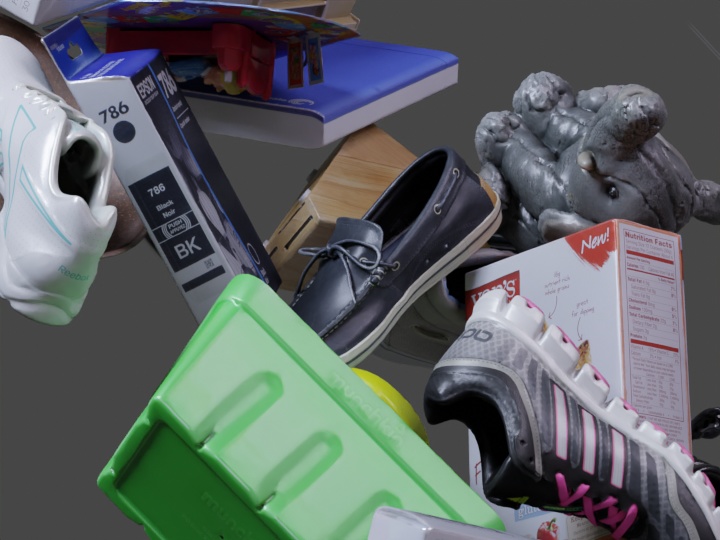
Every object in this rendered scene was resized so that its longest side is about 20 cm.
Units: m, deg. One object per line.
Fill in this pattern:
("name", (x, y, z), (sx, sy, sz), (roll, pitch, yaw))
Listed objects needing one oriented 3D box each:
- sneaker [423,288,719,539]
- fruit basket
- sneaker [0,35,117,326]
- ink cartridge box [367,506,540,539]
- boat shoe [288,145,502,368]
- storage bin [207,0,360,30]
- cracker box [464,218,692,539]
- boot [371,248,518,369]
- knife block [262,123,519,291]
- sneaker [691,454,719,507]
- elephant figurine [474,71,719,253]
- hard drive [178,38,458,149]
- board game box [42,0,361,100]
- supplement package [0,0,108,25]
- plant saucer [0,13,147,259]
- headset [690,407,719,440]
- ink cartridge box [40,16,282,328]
("sneaker", (0.109, 0.106, 1.457), (0.087, 0.074, 0.200), (-40, 80, -24))
("fruit basket", (-0.015, 0.103, 1.483), (0.215, 0.156, 0.216), (15, 50, -19))
("sneaker", (-0.169, -0.065, 1.509), (0.070, 0.080, 0.201), (16, 38, -35))
("ink cartridge box", (0.056, 0.231, 1.384), (0.162, 0.201, 0.057), (16, 1, -36))
("boat shoe", (0.000, 0.000, 1.620), (0.075, 0.200, 0.062), (16, -38, 54))
("storage bin", (-0.109, -0.245, 1.850), (0.200, 0.094, 0.198), (40, 28, 22))
("cracker box", (0.123, 0.084, 1.582), (0.058, 0.134, 0.201), (13, 68, -36))
("boot", (0.098, 0.032, 1.727), (0.200, 0.095, 0.074), (7, 72, -38))
("knife block", (0.039, -0.009, 1.764), (0.175, 0.064, 0.200), (38, 28, -4))
("sneaker", (0.189, 0.136, 1.708), (0.071, 0.098, 0.201), (22, 32, -25))
("elephant figurine", (0.159, -0.043, 1.701), (0.155, 0.142, 0.200), (14, 6, -30))
("hard drive", (-0.037, -0.120, 1.798), (0.132, 0.025, 0.200), (10, 19, 24))
("board game box", (-0.100, -0.127, 1.680), (0.158, 0.200, 0.039), (6, 84, -29))
("supplement package", (-0.230, -0.254, 1.680), (0.200, 0.122, 0.120), (30, 27, 17))
("plant saucer", (-0.209, -0.074, 1.587), (0.200, 0.037, 0.201), (29, 34, -22))
("headset", (0.272, 0.178, 1.799), (0.200, 0.094, 0.123), (57, 30, -2))
("ink cartridge box", (-0.111, -0.060, 1.590), (0.200, 0.039, 0.099), (61, 13, -10))
